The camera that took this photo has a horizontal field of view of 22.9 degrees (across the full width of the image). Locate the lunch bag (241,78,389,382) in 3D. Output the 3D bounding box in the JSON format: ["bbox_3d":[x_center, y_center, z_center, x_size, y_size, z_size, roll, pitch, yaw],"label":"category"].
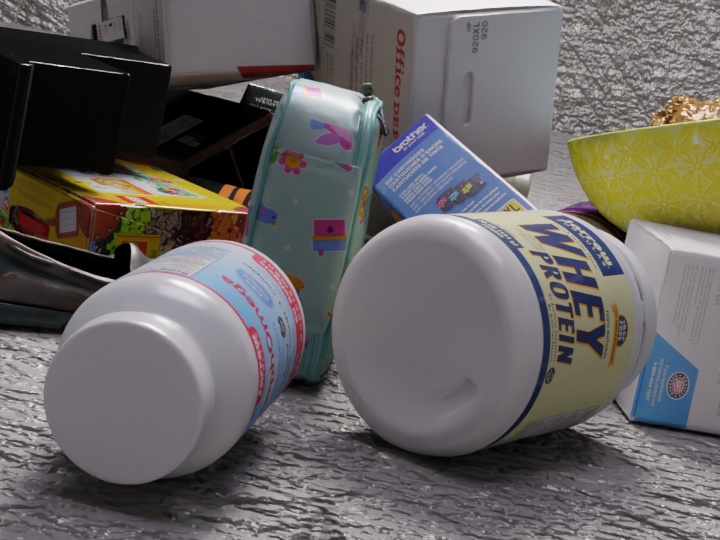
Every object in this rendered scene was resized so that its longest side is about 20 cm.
[{"bbox_3d":[-0.032,-0.033,1.211,0.077,0.201,0.160,13,9,3],"label":"lunch bag"}]

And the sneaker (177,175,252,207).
[{"bbox_3d":[-0.090,-0.034,1.454,0.090,0.070,0.200,-13,22,-28],"label":"sneaker"}]

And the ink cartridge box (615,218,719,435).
[{"bbox_3d":[0.293,0.050,1.309,0.199,0.129,0.125,11,10,-7],"label":"ink cartridge box"}]

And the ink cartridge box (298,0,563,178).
[{"bbox_3d":[0.054,-0.171,1.504,0.144,0.148,0.200,-9,24,-28],"label":"ink cartridge box"}]

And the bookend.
[{"bbox_3d":[-0.220,-0.121,1.352,0.199,0.093,0.198,3,14,-38],"label":"bookend"}]

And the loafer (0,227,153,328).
[{"bbox_3d":[-0.173,0.007,1.226,0.199,0.063,0.072,4,13,-34],"label":"loafer"}]

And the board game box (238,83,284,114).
[{"bbox_3d":[-0.067,-0.105,1.703,0.135,0.028,0.200,14,-25,-11],"label":"board game box"}]

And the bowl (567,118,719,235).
[{"bbox_3d":[0.268,-0.063,1.410,0.199,0.108,0.200,-7,1,0],"label":"bowl"}]

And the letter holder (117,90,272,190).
[{"bbox_3d":[-0.152,-0.077,1.644,0.100,0.143,0.200,-32,29,-25],"label":"letter holder"}]

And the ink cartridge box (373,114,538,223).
[{"bbox_3d":[0.084,-0.027,1.347,0.200,0.076,0.137,49,-3,47],"label":"ink cartridge box"}]

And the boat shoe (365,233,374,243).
[{"bbox_3d":[0.000,0.000,1.434,0.072,0.065,0.200,4,13,-30],"label":"boat shoe"}]

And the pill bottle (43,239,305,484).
[{"bbox_3d":[-0.099,0.049,0.960,0.108,0.109,0.200,12,11,7],"label":"pill bottle"}]

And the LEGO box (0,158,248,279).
[{"bbox_3d":[-0.190,-0.033,1.375,0.148,0.078,0.200,2,13,-36],"label":"LEGO box"}]

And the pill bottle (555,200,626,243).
[{"bbox_3d":[0.188,0.001,1.497,0.112,0.113,0.200,14,11,17],"label":"pill bottle"}]

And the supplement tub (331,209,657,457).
[{"bbox_3d":[0.091,0.035,1.128,0.144,0.146,0.200,18,13,32],"label":"supplement tub"}]

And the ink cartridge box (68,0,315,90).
[{"bbox_3d":[-0.150,-0.203,1.553,0.146,0.083,0.200,-5,3,-31],"label":"ink cartridge box"}]

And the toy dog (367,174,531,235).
[{"bbox_3d":[0.039,-0.039,1.571,0.199,0.140,0.194,11,41,-4],"label":"toy dog"}]

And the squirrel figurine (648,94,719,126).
[{"bbox_3d":[0.387,-0.099,2.026,0.141,0.201,0.187,4,-5,18],"label":"squirrel figurine"}]
